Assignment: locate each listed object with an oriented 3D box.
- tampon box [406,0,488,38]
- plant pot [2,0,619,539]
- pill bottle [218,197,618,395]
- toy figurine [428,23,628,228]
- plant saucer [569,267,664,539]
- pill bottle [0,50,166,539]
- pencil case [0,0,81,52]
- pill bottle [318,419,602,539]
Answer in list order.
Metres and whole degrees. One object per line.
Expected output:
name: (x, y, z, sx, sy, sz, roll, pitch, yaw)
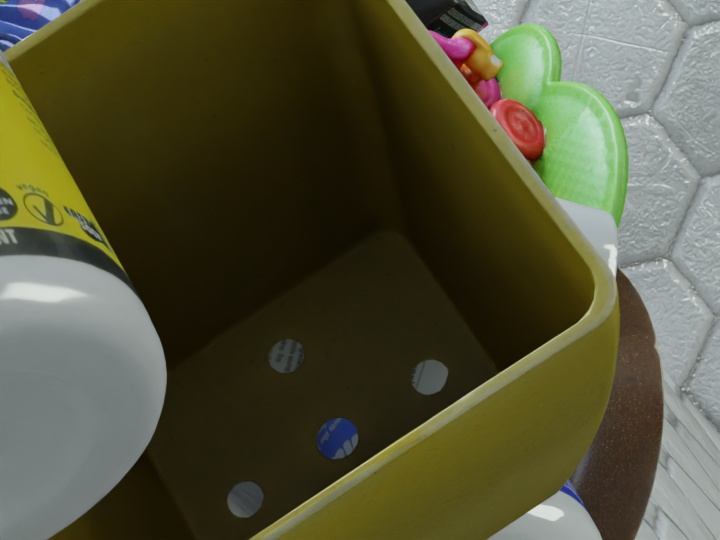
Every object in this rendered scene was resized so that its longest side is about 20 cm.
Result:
tampon box: (-0.049, -0.130, 1.114, 0.126, 0.200, 0.150, 52, 10, 4)
plant pot: (-0.031, 0.028, 0.663, 0.200, 0.200, 0.176, 56, 0, 31)
pill bottle: (0.000, 0.000, 0.829, 0.200, 0.113, 0.113, 12, 15, -5)
toy figurine: (0.011, -0.075, 0.954, 0.184, 0.150, 0.200, 24, 47, -30)
plant saucer: (0.076, 0.084, 0.980, 0.034, 0.200, 0.200, 13, 29, -28)
pill bottle: (-0.141, -0.022, 0.531, 0.200, 0.112, 0.112, 56, 11, 33)
pencil case: (-0.141, -0.134, 0.836, 0.078, 0.087, 0.200, 76, 18, -48)
pill bottle: (0.043, 0.117, 0.873, 0.112, 0.112, 0.200, 44, 12, -37)
